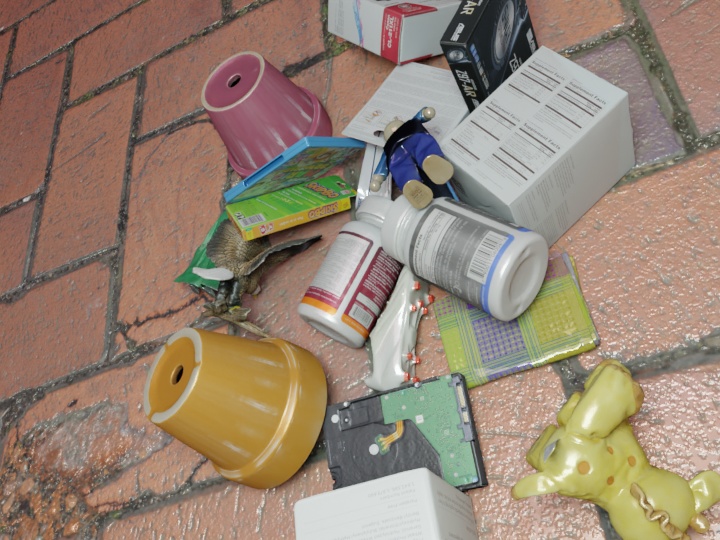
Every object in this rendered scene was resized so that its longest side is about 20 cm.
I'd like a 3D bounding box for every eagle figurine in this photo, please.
[{"bbox_3d":[-0.170,-0.008,1.058,0.202,0.151,0.151,-64,15,-23],"label":"eagle figurine"}]

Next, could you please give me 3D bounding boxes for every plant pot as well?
[{"bbox_3d":[-0.176,0.168,0.899,0.199,0.182,0.202,-26,48,34],"label":"plant pot"},{"bbox_3d":[-0.174,-0.268,1.176,0.198,0.179,0.202,-14,56,22],"label":"plant pot"}]

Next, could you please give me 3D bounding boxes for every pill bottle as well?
[{"bbox_3d":[0.127,-0.026,0.866,0.199,0.114,0.114,29,79,38],"label":"pill bottle"},{"bbox_3d":[0.000,0.000,0.977,0.109,0.110,0.202,19,73,35],"label":"pill bottle"}]

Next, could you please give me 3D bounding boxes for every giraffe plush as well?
[{"bbox_3d":[0.270,0.209,0.695,0.162,0.200,0.174,39,117,14],"label":"giraffe plush"}]

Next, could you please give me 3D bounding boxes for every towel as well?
[{"bbox_3d":[0.201,0.067,0.887,0.198,0.023,0.145,-23,56,17],"label":"towel"}]

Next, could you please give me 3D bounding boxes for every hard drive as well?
[{"bbox_3d":[0.051,0.221,0.857,0.198,0.038,0.141,-20,65,20],"label":"hard drive"}]

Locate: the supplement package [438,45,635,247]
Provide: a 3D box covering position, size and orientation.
[{"bbox_3d":[0.237,-0.154,0.907,0.200,0.152,0.151,-43,53,-1],"label":"supplement package"}]

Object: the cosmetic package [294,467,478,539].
[{"bbox_3d":[0.041,0.346,0.725,0.163,0.165,0.202,-20,54,18],"label":"cosmetic package"}]

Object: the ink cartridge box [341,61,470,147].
[{"bbox_3d":[0.088,-0.243,1.063,0.161,0.057,0.201,21,63,25],"label":"ink cartridge box"}]

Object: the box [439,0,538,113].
[{"bbox_3d":[0.197,-0.324,0.996,0.043,0.200,0.161,18,72,34],"label":"box"}]

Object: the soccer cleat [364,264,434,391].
[{"bbox_3d":[0.051,0.070,0.939,0.077,0.069,0.202,-2,65,31],"label":"soccer cleat"}]

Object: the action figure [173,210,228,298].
[{"bbox_3d":[-0.227,-0.050,1.163,0.117,0.055,0.202,11,62,34],"label":"action figure"}]

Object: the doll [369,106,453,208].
[{"bbox_3d":[0.061,-0.156,0.907,0.137,0.048,0.201,-50,27,20],"label":"doll"}]

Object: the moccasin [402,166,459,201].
[{"bbox_3d":[0.097,-0.123,1.011,0.068,0.081,0.201,-28,53,5],"label":"moccasin"}]

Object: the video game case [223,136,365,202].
[{"bbox_3d":[-0.105,-0.159,1.075,0.199,0.142,0.018,-26,83,37],"label":"video game case"}]

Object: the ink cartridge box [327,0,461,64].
[{"bbox_3d":[0.056,-0.437,1.170,0.145,0.084,0.200,-25,45,-31],"label":"ink cartridge box"}]

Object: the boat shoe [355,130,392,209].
[{"bbox_3d":[0.038,-0.174,1.090,0.064,0.074,0.202,11,61,2],"label":"boat shoe"}]

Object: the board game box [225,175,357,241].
[{"bbox_3d":[-0.108,-0.104,1.088,0.198,0.030,0.096,-21,35,-17],"label":"board game box"}]
